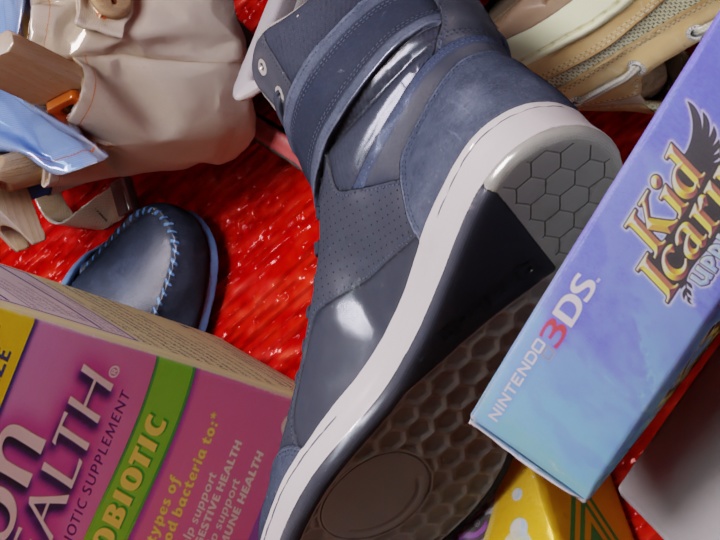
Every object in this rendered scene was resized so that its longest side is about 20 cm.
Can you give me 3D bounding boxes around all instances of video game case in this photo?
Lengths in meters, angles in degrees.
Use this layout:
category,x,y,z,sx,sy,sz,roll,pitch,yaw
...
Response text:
category,x,y,z,sx,sy,sz,roll,pitch,yaw
video game case,0.125,-0.051,0.660,0.045,0.181,0.201,36,122,10

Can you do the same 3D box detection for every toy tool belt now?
category,x,y,z,sx,sy,sz,roll,pitch,yaw
toy tool belt,-0.139,-0.073,0.958,0.200,0.122,0.126,-24,81,56

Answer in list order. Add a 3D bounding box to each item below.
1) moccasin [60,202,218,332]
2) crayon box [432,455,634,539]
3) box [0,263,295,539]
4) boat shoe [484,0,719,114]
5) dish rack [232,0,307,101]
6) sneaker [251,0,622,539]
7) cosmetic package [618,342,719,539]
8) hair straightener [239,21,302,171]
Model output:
category,x,y,z,sx,sy,sz,roll,pitch,yaw
moccasin,-0.132,0.058,0.984,0.080,0.068,0.201,44,107,45
crayon box,0.039,0.129,0.796,0.126,0.051,0.201,-39,50,29
box,-0.128,0.098,0.870,0.096,0.199,0.177,26,94,47
boat shoe,0.088,-0.079,0.809,0.072,0.076,0.200,-53,11,-32
dish rack,0.040,-0.144,0.860,0.200,0.043,0.172,-39,20,29
sneaker,0.002,0.000,0.779,0.146,0.076,0.203,53,125,44
cosmetic package,0.177,0.018,0.655,0.090,0.106,0.201,43,108,43
hair straightener,-0.035,-0.090,0.956,0.200,0.041,0.077,37,102,51
